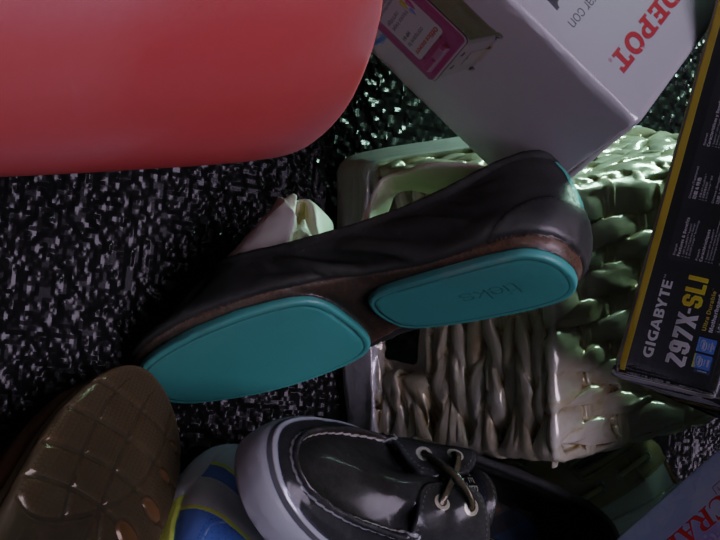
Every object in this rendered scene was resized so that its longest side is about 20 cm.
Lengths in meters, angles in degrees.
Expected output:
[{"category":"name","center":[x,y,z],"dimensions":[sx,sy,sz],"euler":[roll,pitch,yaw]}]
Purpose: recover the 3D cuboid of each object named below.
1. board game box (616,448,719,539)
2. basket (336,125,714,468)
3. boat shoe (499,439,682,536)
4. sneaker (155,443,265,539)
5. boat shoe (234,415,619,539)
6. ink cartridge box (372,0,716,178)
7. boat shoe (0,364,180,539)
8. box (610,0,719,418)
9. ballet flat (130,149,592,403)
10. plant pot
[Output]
[{"category":"board game box","center":[0.198,0.120,0.935],"dimensions":[0.200,0.041,0.200],"euler":[-46,144,21]},{"category":"basket","center":[0.100,0.006,0.989],"dimensions":[0.200,0.123,0.136],"euler":[-11,102,-45]},{"category":"boat shoe","center":[0.075,0.123,1.017],"dimensions":[0.200,0.075,0.069],"euler":[-9,80,-43]},{"category":"sneaker","center":[-0.035,0.158,0.822],"dimensions":[0.076,0.105,0.201],"euler":[29,58,-41]},{"category":"boat shoe","center":[0.032,0.096,0.880],"dimensions":[0.200,0.057,0.069],"euler":[24,45,-45]},{"category":"ink cartridge box","center":[0.053,-0.149,0.872],"dimensions":[0.200,0.085,0.145],"euler":[44,53,-7]},{"category":"boat shoe","center":[-0.133,0.106,0.804],"dimensions":[0.072,0.067,0.200],"euler":[62,36,-25]},{"category":"box","center":[0.174,-0.037,0.894],"dimensions":[0.160,0.049,0.201],"euler":[21,85,-62]},{"category":"ballet flat","center":[0.000,0.000,0.863],"dimensions":[0.068,0.199,0.069],"euler":[49,33,-49]},{"category":"plant pot","center":[-0.119,-0.118,0.729],"dimensions":[0.177,0.200,0.201],"euler":[-17,105,-33]}]
